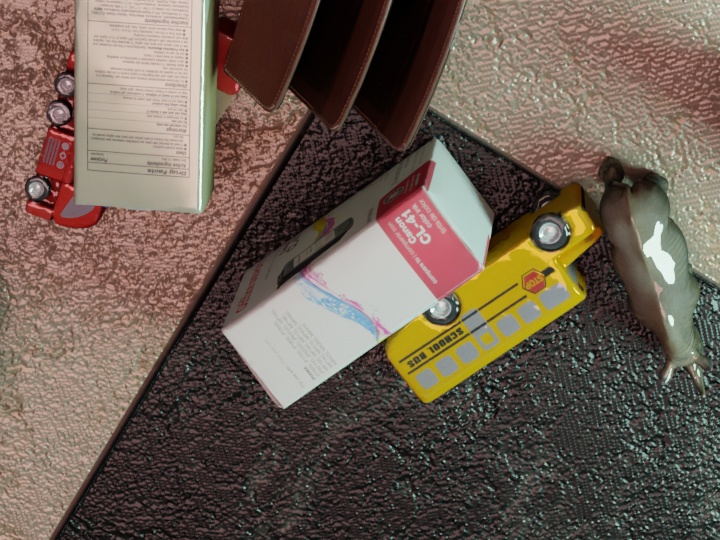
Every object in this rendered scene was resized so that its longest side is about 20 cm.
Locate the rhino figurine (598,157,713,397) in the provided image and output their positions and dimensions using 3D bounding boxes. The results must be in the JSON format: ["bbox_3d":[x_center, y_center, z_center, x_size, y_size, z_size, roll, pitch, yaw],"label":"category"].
[{"bbox_3d":[0.235,0.012,1.645,0.059,0.088,0.201,-17,107,12],"label":"rhino figurine"}]

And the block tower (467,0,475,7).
[{"bbox_3d":[0.087,-0.295,1.569,0.057,0.054,0.201,18,111,0],"label":"block tower"}]

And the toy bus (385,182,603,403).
[{"bbox_3d":[0.110,0.017,1.671,0.200,0.065,0.078,-35,103,16],"label":"toy bus"}]

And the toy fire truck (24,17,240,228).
[{"bbox_3d":[-0.176,-0.116,1.663,0.140,0.049,0.201,19,110,-1],"label":"toy fire truck"}]

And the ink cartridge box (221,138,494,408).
[{"bbox_3d":[0.000,0.000,1.634,0.199,0.148,0.086,-34,103,15],"label":"ink cartridge box"}]

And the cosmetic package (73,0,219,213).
[{"bbox_3d":[-0.161,-0.150,1.585,0.104,0.071,0.201,6,108,4],"label":"cosmetic package"}]

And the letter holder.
[{"bbox_3d":[-0.002,-0.203,1.543,0.100,0.142,0.201,1,120,-35],"label":"letter holder"}]
